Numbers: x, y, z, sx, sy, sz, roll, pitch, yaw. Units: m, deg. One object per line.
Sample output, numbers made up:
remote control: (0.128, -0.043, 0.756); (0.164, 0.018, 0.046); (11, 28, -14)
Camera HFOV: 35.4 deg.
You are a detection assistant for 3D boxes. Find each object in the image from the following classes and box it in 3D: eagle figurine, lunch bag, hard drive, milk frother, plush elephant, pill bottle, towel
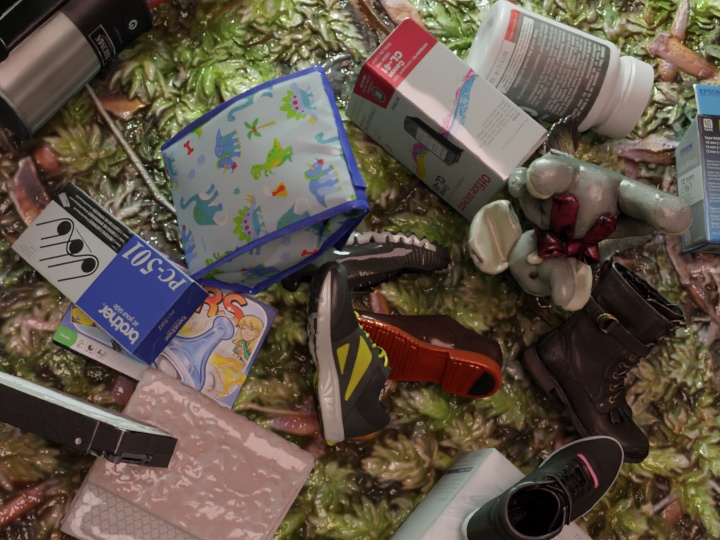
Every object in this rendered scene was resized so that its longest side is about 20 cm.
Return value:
eagle figurine: (0.227, -0.057, 1.272); (0.200, 0.152, 0.151); (-46, 53, 12)
lunch bag: (-0.090, -0.092, 1.161); (0.127, 0.200, 0.170); (10, 57, -52)
hard drive: (-0.289, 0.138, 1.077); (0.200, 0.140, 0.038); (18, 83, 15)
milk frother: (-0.364, -0.276, 1.200); (0.200, 0.181, 0.188); (27, 67, 39)
plush elephant: (0.204, -0.034, 1.141); (0.165, 0.200, 0.155); (15, 102, -13)
pill bottle: (0.232, -0.230, 1.326); (0.200, 0.114, 0.114); (19, 74, -9)
towel: (-0.177, 0.226, 1.155); (0.200, 0.032, 0.191); (30, 86, -6)

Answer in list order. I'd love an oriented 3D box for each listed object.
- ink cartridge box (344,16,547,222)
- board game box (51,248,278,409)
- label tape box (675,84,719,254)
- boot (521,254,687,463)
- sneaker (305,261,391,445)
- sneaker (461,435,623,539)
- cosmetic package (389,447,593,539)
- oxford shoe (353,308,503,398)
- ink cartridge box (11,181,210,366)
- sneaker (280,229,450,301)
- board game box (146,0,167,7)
ink cartridge box: (0.090, -0.164, 1.254); (0.200, 0.148, 0.086); (42, 72, 4)
board game box: (-0.206, 0.060, 1.202); (0.200, 0.034, 0.135); (26, 74, -7)
label tape box: (0.467, -0.120, 1.385); (0.143, 0.066, 0.200); (3, 75, -13)
boot: (0.291, 0.101, 1.238); (0.200, 0.174, 0.069); (45, 32, 1)
sneaker: (-0.011, 0.085, 1.204); (0.085, 0.074, 0.200); (-5, 106, -10)
sneaker: (0.199, 0.218, 1.107); (0.200, 0.099, 0.071); (-26, 82, -23)
cosmetic package: (0.132, 0.327, 1.180); (0.199, 0.123, 0.200); (43, 74, -1)
oxford shoe: (0.062, 0.080, 1.256); (0.200, 0.071, 0.073); (20, 40, -1)
ink cartridge box: (-0.256, 0.000, 1.144); (0.200, 0.044, 0.094); (37, 82, 27)
sneaker: (0.000, 0.000, 1.250); (0.200, 0.066, 0.091); (5, 80, -8)
board game box: (-0.199, -0.406, 1.300); (0.200, 0.040, 0.153); (-27, 85, -17)
